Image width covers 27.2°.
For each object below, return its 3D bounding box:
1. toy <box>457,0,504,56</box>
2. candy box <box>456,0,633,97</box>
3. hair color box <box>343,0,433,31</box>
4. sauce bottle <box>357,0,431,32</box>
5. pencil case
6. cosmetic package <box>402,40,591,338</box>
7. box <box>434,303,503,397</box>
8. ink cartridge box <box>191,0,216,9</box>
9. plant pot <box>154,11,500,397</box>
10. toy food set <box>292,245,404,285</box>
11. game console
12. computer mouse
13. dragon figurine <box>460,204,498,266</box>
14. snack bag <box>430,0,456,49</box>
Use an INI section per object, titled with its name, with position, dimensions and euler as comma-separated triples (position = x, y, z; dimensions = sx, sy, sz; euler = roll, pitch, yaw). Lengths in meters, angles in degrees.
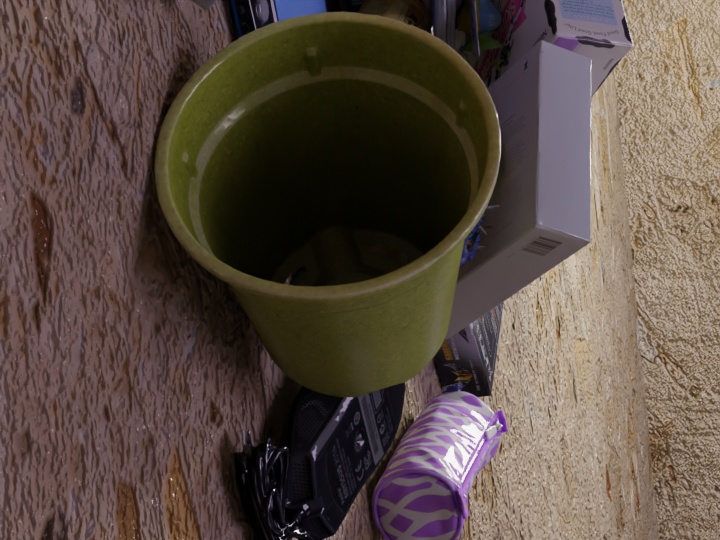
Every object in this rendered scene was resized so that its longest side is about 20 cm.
[toy]
position = 0.097, -0.269, 1.148
dimensions = 0.115, 0.047, 0.202
euler = -93, -178, -79
[candy box]
position = 0.134, -0.215, 1.219
dimensions = 0.168, 0.071, 0.202
euler = 125, -37, -53
[hair color box]
position = 0.016, -0.291, 1.244
dimensions = 0.100, 0.060, 0.202
euler = -54, 138, -65
[sauce bottle]
position = 0.015, -0.160, 1.125
dimensions = 0.200, 0.065, 0.067
euler = -73, 154, -62
[pencil case]
position = 0.072, 0.172, 1.289
dimensions = 0.200, 0.085, 0.085
euler = -48, 130, -66
[cosmetic package]
position = 0.098, -0.055, 1.111
dimensions = 0.200, 0.051, 0.152
euler = -39, -137, 55
[box]
position = 0.096, 0.001, 1.470
dimensions = 0.159, 0.048, 0.201
euler = -77, 157, -45
[ink cartridge box]
position = -0.047, -0.278, 0.864
dimensions = 0.043, 0.173, 0.201
euler = 26, 53, -26
[plant pot]
position = -0.012, -0.021, 0.918
dimensions = 0.185, 0.198, 0.202
euler = 82, 13, -57
[toy food set]
position = 0.000, 0.000, 1.149
dimensions = 0.198, 0.048, 0.201
euler = 63, 29, -53
[game console]
position = -0.010, -0.217, 1.042
dimensions = 0.200, 0.117, 0.172
euler = -62, 144, -59
[computer mouse]
position = -0.032, 0.120, 1.018
dimensions = 0.200, 0.052, 0.140
euler = -51, 138, -47
[dragon figurine]
position = 0.061, -0.077, 1.063
dimensions = 0.200, 0.099, 0.059
euler = -66, -178, -56
[snack bag]
position = 0.062, -0.287, 1.145
dimensions = 0.201, 0.021, 0.190
euler = 87, 2, -48
